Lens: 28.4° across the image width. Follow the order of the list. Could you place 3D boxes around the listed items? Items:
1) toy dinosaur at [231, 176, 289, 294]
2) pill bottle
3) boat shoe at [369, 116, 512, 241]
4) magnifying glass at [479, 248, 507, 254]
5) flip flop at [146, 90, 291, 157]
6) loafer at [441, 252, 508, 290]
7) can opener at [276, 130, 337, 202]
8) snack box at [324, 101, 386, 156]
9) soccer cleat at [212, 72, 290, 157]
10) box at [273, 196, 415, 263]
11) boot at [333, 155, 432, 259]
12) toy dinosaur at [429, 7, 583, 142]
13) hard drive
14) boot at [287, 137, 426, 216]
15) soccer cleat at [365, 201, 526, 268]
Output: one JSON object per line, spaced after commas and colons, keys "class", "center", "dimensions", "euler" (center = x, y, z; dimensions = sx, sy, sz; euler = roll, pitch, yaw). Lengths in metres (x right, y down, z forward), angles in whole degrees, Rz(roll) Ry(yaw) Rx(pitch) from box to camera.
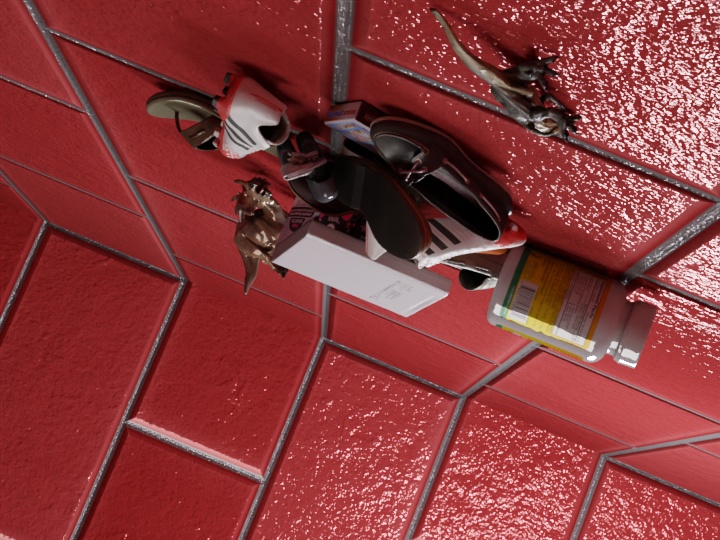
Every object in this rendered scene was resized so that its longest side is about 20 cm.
{"class": "toy dinosaur", "center": [-0.151, -0.063, 2.107], "dimensions": [0.135, 0.086, 0.200], "euler": [27, 128, -10]}
{"class": "pill bottle", "center": [0.271, 0.050, 1.815], "dimensions": [0.199, 0.114, 0.113], "euler": [21, 171, 10]}
{"class": "boat shoe", "center": [0.089, -0.097, 1.527], "dimensions": [0.199, 0.057, 0.067], "euler": [30, 144, -30]}
{"class": "magnifying glass", "center": [0.109, -0.037, 1.788], "dimensions": [0.199, 0.023, 0.079], "euler": [6, 161, -40]}
{"class": "flip flop", "center": [-0.184, -0.175, 1.797], "dimensions": [0.199, 0.058, 0.081], "euler": [21, 171, 8]}
{"class": "loafer", "center": [0.158, -0.004, 1.908], "dimensions": [0.199, 0.070, 0.070], "euler": [30, 168, -38]}
{"class": "can opener", "center": [-0.067, -0.121, 1.644], "dimensions": [0.200, 0.052, 0.067], "euler": [-116, 6, -73]}
{"class": "snack box", "center": [0.057, -0.130, 1.585], "dimensions": [0.199, 0.024, 0.072], "euler": [28, 169, -28]}
{"class": "soccer cleat", "center": [-0.122, -0.166, 1.641], "dimensions": [0.085, 0.069, 0.200], "euler": [26, 166, 4]}
{"class": "box", "center": [-0.008, -0.042, 1.948], "dimensions": [0.132, 0.116, 0.199], "euler": [28, 169, -30]}
{"class": "boot", "center": [0.042, -0.074, 1.550], "dimensions": [0.075, 0.074, 0.200], "euler": [1, -153, -26]}
{"class": "toy dinosaur", "center": [0.139, -0.154, 1.208], "dimensions": [0.088, 0.048, 0.200], "euler": [23, 170, 46]}
{"class": "hard drive", "center": [0.000, 0.000, 1.803], "dimensions": [0.199, 0.026, 0.132], "euler": [23, 157, -17]}
{"class": "boot", "center": [-0.008, -0.121, 1.731], "dimensions": [0.199, 0.073, 0.167], "euler": [21, 159, 16]}
{"class": "soccer cleat", "center": [0.099, -0.040, 1.675], "dimensions": [0.198, 0.086, 0.069], "euler": [6, -152, -20]}
